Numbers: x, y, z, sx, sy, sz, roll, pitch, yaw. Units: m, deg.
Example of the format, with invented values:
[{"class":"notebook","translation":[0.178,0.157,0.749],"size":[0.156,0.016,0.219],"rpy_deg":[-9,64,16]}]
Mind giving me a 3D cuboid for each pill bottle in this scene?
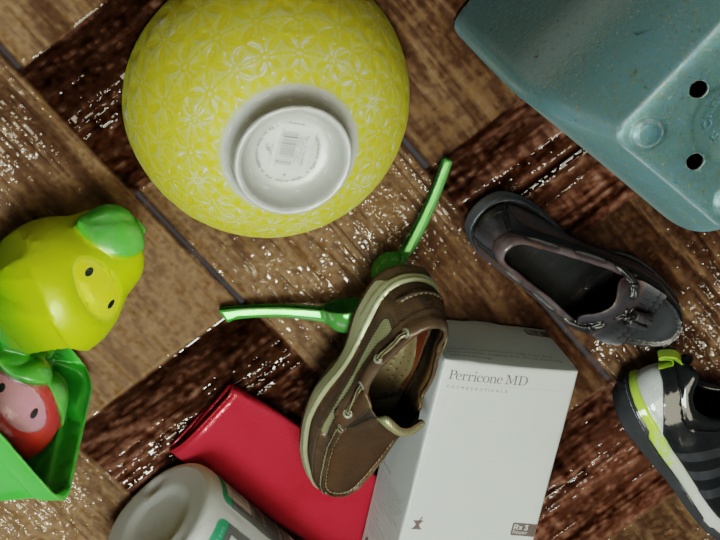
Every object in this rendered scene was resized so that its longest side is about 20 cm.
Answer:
[{"class":"pill bottle","translation":[-0.088,0.244,1.669],"size":[0.113,0.113,0.200],"rpy_deg":[-40,120,10]}]

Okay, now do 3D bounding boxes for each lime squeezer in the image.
[{"class":"lime squeezer","translation":[0.000,0.000,1.605],"size":[0.200,0.038,0.071],"rpy_deg":[-34,90,7]}]

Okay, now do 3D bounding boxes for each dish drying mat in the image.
[{"class":"dish drying mat","translation":[-0.047,0.159,1.687],"size":[0.200,0.018,0.077],"rpy_deg":[35,105,-29]}]

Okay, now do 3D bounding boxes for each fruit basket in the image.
[{"class":"fruit basket","translation":[-0.235,0.040,1.507],"size":[0.215,0.156,0.216],"rpy_deg":[2,129,2]}]

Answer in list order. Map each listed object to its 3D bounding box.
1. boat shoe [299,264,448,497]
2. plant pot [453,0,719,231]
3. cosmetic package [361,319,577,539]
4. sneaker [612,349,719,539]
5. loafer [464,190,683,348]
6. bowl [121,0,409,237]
[{"class":"boat shoe","translation":[0.011,0.095,1.598],"size":[0.075,0.075,0.203],"rpy_deg":[-3,129,-28]},{"class":"plant pot","translation":[0.215,-0.139,1.476],"size":[0.196,0.200,0.196],"rpy_deg":[36,106,-29]},{"class":"cosmetic package","translation":[0.079,0.142,1.662],"size":[0.113,0.081,0.200],"rpy_deg":[4,113,-18]},{"class":"sneaker","translation":[0.275,0.138,1.716],"size":[0.083,0.072,0.200],"rpy_deg":[-32,123,20]},{"class":"loafer","translation":[0.161,0.013,1.629],"size":[0.200,0.063,0.072],"rpy_deg":[30,109,-27]},{"class":"bowl","translation":[-0.054,-0.097,1.486],"size":[0.200,0.108,0.201],"rpy_deg":[-6,120,-11]}]
